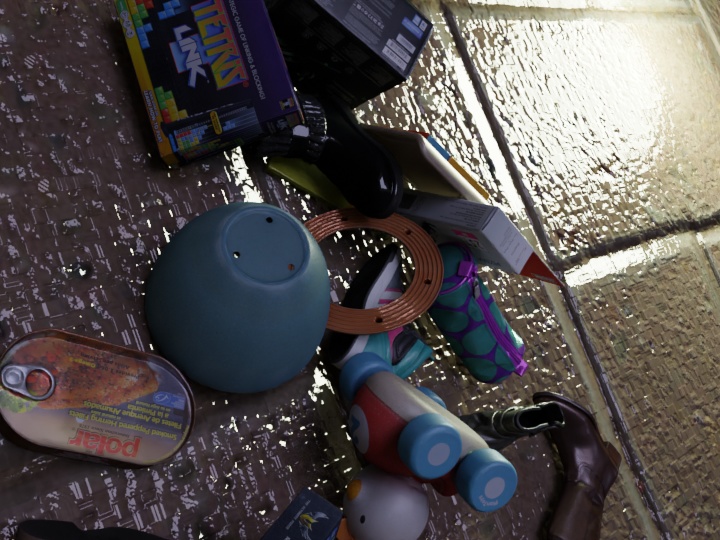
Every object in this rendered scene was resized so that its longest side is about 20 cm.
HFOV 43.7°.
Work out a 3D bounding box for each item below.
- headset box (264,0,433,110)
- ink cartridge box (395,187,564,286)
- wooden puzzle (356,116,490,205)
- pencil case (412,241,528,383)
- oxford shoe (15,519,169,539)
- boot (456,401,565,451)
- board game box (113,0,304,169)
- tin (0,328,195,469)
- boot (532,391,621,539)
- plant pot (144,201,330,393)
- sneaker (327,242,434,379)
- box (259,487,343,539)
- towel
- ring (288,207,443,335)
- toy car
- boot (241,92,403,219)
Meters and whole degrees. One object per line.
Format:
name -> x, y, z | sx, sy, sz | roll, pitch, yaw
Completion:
headset box -> -0.039, -0.299, 1.142 | 0.174, 0.200, 0.093 | 35, 67, -21
ink cartridge box -> 0.143, -0.031, 1.164 | 0.174, 0.199, 0.044 | 45, 74, -35
wooden puzzle -> 0.089, -0.134, 1.168 | 0.185, 0.200, 0.037 | 39, 86, -34
pencil case -> 0.142, 0.059, 1.149 | 0.085, 0.092, 0.200 | -55, 132, -22
oxford shoe -> -0.219, 0.274, 0.807 | 0.199, 0.071, 0.072 | 19, 86, -33
boot -> 0.152, 0.196, 1.105 | 0.199, 0.130, 0.068 | -6, 73, -42
board game box -> -0.173, -0.238, 1.024 | 0.164, 0.057, 0.202 | -20, 80, 1
tin -> -0.254, 0.126, 0.856 | 0.199, 0.042, 0.113 | 21, 53, -32
boot -> 0.277, 0.291, 1.221 | 0.186, 0.064, 0.201 | 42, 53, -15
plant pot -> -0.114, 0.008, 0.927 | 0.198, 0.135, 0.202 | 10, 59, -17
sneaker -> 0.042, 0.068, 1.106 | 0.121, 0.083, 0.201 | 41, 46, -20
box -> -0.098, 0.317, 0.814 | 0.051, 0.158, 0.200 | 31, 44, 16
towel -> -0.036, -0.116, 1.177 | 0.199, 0.018, 0.087 | 29, 48, -26
ring -> 0.000, 0.000, 1.073 | 0.198, 0.019, 0.202 | 0, 50, -1
toy car -> 0.029, 0.227, 0.968 | 0.176, 0.184, 0.201 | 35, 91, -32
boot -> -0.056, -0.145, 1.087 | 0.157, 0.080, 0.212 | 1, 42, -46
